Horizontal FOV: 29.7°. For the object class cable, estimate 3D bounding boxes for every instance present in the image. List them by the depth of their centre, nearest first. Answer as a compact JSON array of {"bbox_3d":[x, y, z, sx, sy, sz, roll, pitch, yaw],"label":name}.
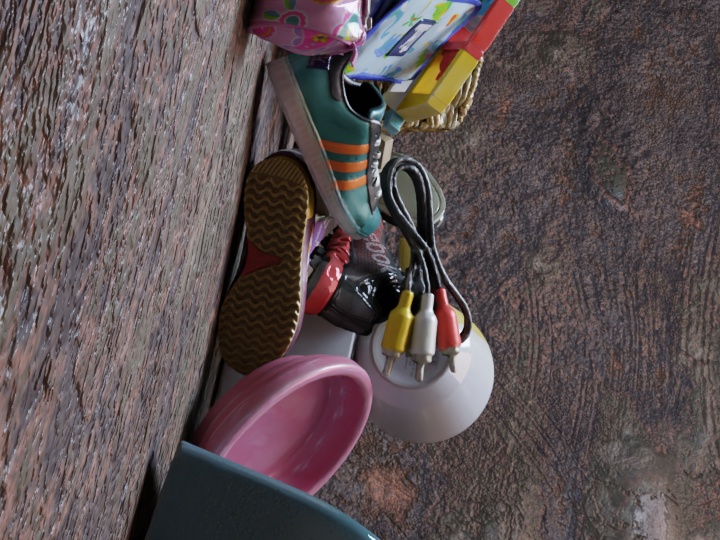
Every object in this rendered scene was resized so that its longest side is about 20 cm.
[{"bbox_3d":[0.063,-0.002,1.224,0.050,0.097,0.200,-164,-105,-67],"label":"cable"}]

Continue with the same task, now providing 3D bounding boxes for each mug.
[{"bbox_3d":[0.047,0.076,1.361,0.149,0.187,0.153,-35,165,-2],"label":"mug"}]

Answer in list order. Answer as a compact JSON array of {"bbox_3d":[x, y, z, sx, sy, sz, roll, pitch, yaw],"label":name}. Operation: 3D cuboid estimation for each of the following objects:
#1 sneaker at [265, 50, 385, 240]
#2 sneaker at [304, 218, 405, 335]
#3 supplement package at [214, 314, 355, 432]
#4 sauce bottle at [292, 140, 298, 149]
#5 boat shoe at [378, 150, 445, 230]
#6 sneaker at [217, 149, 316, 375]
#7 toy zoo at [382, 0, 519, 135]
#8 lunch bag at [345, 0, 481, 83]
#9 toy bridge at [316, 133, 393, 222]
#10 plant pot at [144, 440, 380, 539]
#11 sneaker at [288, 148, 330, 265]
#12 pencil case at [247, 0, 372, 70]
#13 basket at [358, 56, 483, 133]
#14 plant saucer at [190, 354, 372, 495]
[{"bbox_3d":[-0.008,-0.108,1.148,0.071,0.080,0.200,-107,173,-46],"label":"sneaker"},{"bbox_3d":[0.000,0.000,1.290,0.071,0.098,0.200,-56,-175,27],"label":"sneaker"},{"bbox_3d":[-0.072,0.105,1.376,0.200,0.120,0.121,98,4,-78],"label":"supplement package"},{"bbox_3d":[-0.036,-0.190,1.350,0.065,0.065,0.200,-77,177,-46],"label":"sauce bottle"},{"bbox_3d":[0.021,-0.084,1.418,0.072,0.200,0.068,-39,134,-20],"label":"boat shoe"},{"bbox_3d":[-0.074,-0.007,1.193,0.090,0.075,0.200,-55,159,-75],"label":"sneaker"},{"bbox_3d":[0.086,-0.213,1.304,0.200,0.020,0.131,-56,-160,-4],"label":"toy zoo"},{"bbox_3d":[0.028,-0.266,1.209,0.170,0.127,0.200,-12,121,-62],"label":"lunch bag"},{"bbox_3d":[-0.032,-0.084,1.314,0.200,0.027,0.067,-25,131,-53],"label":"toy bridge"},{"bbox_3d":[-0.060,0.265,0.996,0.196,0.200,0.197,89,18,-69],"label":"plant pot"},{"bbox_3d":[-0.067,-0.036,1.399,0.201,0.073,0.114,101,5,-62],"label":"sneaker"},{"bbox_3d":[-0.019,-0.247,0.950,0.087,0.087,0.200,86,16,-87],"label":"pencil case"},{"bbox_3d":[0.045,-0.246,1.435,0.149,0.143,0.200,-161,-110,-75],"label":"basket"},{"bbox_3d":[-0.078,0.148,1.191,0.200,0.051,0.201,-33,147,-24],"label":"plant saucer"}]
